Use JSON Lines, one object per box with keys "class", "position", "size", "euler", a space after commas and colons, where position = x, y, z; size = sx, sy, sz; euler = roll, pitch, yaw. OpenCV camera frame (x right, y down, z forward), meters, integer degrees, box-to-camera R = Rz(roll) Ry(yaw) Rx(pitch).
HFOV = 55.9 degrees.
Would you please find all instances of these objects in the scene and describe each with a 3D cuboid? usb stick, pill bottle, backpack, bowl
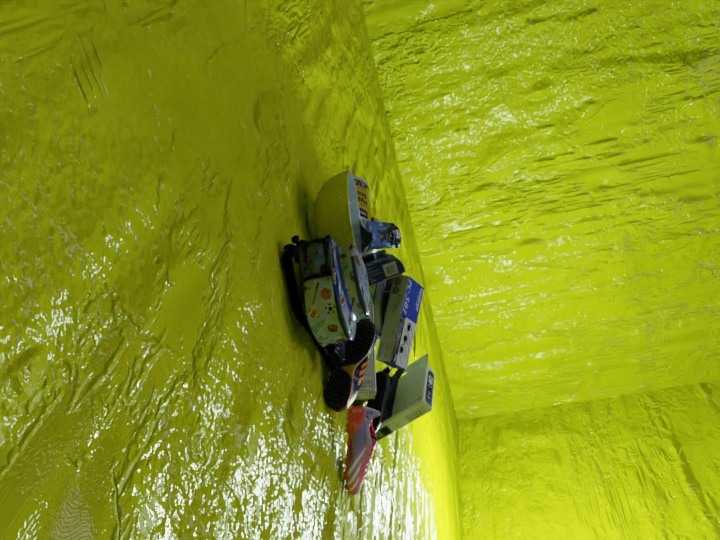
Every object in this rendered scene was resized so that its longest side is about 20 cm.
{"class": "usb stick", "position": [-0.048, 0.106, 1.434], "size": [0.203, 0.032, 0.056], "euler": [-87, 162, -45]}
{"class": "pill bottle", "position": [-0.026, -0.133, 1.742], "size": [0.112, 0.108, 0.205], "euler": [63, 19, -54]}
{"class": "backpack", "position": [-0.054, 0.046, 1.325], "size": [0.200, 0.150, 0.196], "euler": [50, 36, -65]}
{"class": "bowl", "position": [-0.061, -0.117, 1.537], "size": [0.200, 0.104, 0.207], "euler": [-7, 90, -84]}

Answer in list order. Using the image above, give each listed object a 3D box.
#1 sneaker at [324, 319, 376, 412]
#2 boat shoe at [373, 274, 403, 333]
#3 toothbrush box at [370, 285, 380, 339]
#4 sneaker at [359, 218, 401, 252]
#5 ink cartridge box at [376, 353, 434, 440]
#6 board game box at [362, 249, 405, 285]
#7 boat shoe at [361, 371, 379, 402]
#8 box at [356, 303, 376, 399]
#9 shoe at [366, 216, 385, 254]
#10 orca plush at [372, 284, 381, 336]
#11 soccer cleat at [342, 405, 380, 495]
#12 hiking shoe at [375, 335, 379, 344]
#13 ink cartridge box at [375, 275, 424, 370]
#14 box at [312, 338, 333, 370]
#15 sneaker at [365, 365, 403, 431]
{"class": "sneaker", "position": [-0.019, 0.206, 1.460], "size": [0.090, 0.068, 0.204], "euler": [65, 45, -69]}
{"class": "boat shoe", "position": [0.073, 0.075, 1.661], "size": [0.201, 0.066, 0.075], "euler": [-74, 162, -53]}
{"class": "toothbrush box", "position": [0.052, 0.092, 2.000], "size": [0.145, 0.084, 0.206], "euler": [-7, 86, -79]}
{"class": "sneaker", "position": [0.050, -0.088, 1.620], "size": [0.200, 0.087, 0.081], "euler": [-24, 107, -75]}
{"class": "ink cartridge box", "position": [0.103, 0.327, 1.739], "size": [0.044, 0.196, 0.201], "euler": [47, 25, -16]}
{"class": "board game box", "position": [0.000, 0.000, 1.634], "size": [0.200, 0.195, 0.063], "euler": [-118, -173, -83]}
{"class": "boat shoe", "position": [0.022, 0.285, 1.724], "size": [0.200, 0.061, 0.075], "euler": [57, 25, -65]}
{"class": "box", "position": [0.004, 0.192, 1.587], "size": [0.117, 0.058, 0.206], "euler": [95, -6, -73]}
{"class": "shoe", "position": [0.021, -0.052, 1.809], "size": [0.071, 0.052, 0.203], "euler": [-102, -151, -47]}
{"class": "orca plush", "position": [0.045, 0.096, 1.739], "size": [0.072, 0.103, 0.203], "euler": [-59, -137, 44]}
{"class": "soccer cleat", "position": [0.002, 0.384, 1.433], "size": [0.067, 0.074, 0.206], "euler": [-58, 150, -75]}
{"class": "hiking shoe", "position": [0.012, 0.184, 1.794], "size": [0.200, 0.072, 0.089], "euler": [-24, 124, -77]}
{"class": "ink cartridge box", "position": [0.094, 0.123, 1.598], "size": [0.094, 0.043, 0.206], "euler": [34, 66, -56]}
{"class": "box", "position": [-0.064, 0.132, 1.498], "size": [0.202, 0.035, 0.146], "euler": [69, 15, -51]}
{"class": "sneaker", "position": [0.051, 0.323, 1.673], "size": [0.205, 0.059, 0.104], "euler": [-71, 157, -11]}
